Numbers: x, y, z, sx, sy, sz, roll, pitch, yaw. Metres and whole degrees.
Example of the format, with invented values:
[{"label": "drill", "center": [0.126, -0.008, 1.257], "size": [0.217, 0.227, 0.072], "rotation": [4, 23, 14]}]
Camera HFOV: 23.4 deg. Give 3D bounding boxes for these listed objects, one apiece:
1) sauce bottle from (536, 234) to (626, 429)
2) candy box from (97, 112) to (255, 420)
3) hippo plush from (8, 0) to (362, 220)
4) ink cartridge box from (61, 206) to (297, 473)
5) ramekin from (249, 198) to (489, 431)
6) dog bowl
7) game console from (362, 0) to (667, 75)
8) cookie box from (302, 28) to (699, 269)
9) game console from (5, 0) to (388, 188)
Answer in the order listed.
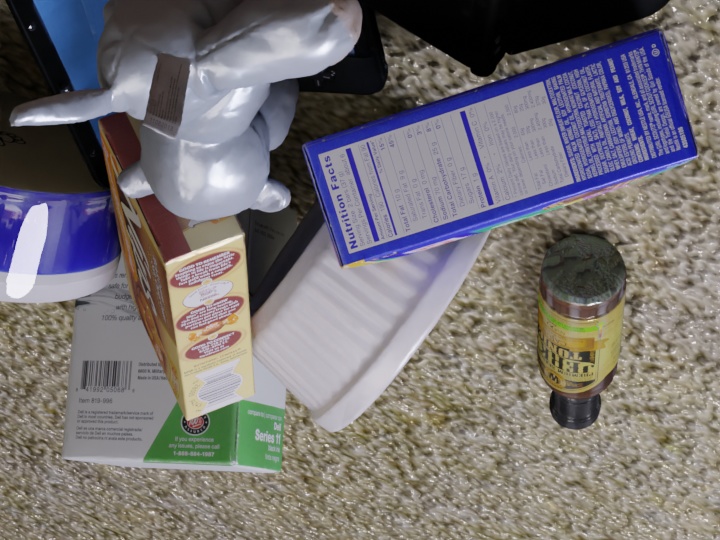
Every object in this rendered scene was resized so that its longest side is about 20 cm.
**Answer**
[{"label": "sauce bottle", "center": [0.164, 0.054, 1.294], "size": [0.064, 0.065, 0.200], "rotation": [8, 146, 12]}, {"label": "candy box", "center": [-0.115, -0.004, 1.109], "size": [0.055, 0.116, 0.200], "rotation": [-21, 151, -14]}, {"label": "hippo plush", "center": [-0.068, -0.099, 0.953], "size": [0.159, 0.201, 0.161], "rotation": [4, 143, 14]}, {"label": "ink cartridge box", "center": [-0.130, 0.043, 1.268], "size": [0.146, 0.201, 0.083], "rotation": [0, 170, 24]}, {"label": "ramekin", "center": [0.000, 0.000, 1.170], "size": [0.094, 0.203, 0.202], "rotation": [35, 144, -7]}, {"label": "dog bowl", "center": [-0.254, -0.057, 1.175], "size": [0.199, 0.200, 0.079], "rotation": [17, 110, -2]}, {"label": "game console", "center": [0.083, -0.210, 0.927], "size": [0.176, 0.116, 0.200], "rotation": [34, 153, 15]}, {"label": "cookie box", "center": [0.083, -0.065, 0.982], "size": [0.199, 0.076, 0.171], "rotation": [-17, 180, 9]}, {"label": "game console", "center": [-0.091, -0.144, 1.054], "size": [0.175, 0.117, 0.200], "rotation": [5, 147, 16]}]
